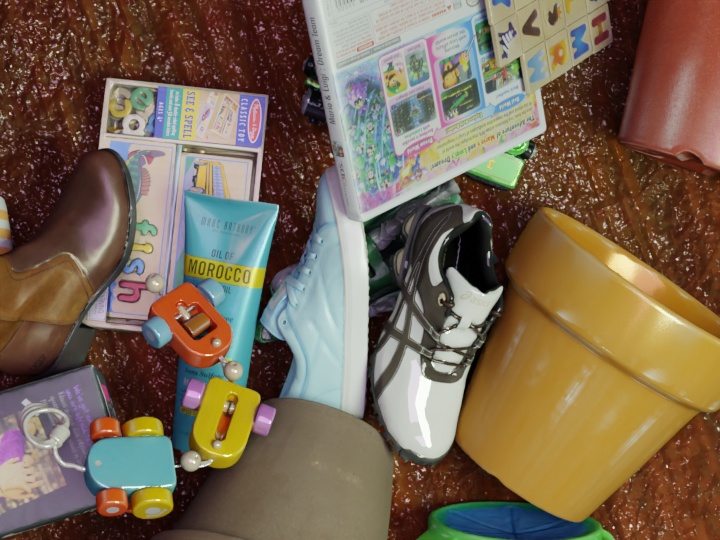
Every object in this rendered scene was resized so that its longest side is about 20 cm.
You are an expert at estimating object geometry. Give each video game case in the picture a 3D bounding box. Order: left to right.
[{"bbox_3d":[0.051,-0.156,1.527,0.199,0.024,0.183,-27,116,-34],"label":"video game case"}]

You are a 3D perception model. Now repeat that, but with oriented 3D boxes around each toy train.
[{"bbox_3d":[-0.151,0.100,1.506,0.150,0.056,0.200,42,56,12],"label":"toy train"},{"bbox_3d":[0.043,-0.117,1.642,0.199,0.042,0.057,20,95,-2],"label":"toy train"}]

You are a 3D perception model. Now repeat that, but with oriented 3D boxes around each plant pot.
[{"bbox_3d":[-0.055,0.195,1.547,0.199,0.200,0.175,21,67,-2],"label":"plant pot"},{"bbox_3d":[0.169,0.082,1.571,0.200,0.200,0.184,33,100,-1],"label":"plant pot"},{"bbox_3d":[0.297,-0.170,1.598,0.200,0.201,0.196,18,93,-3],"label":"plant pot"}]

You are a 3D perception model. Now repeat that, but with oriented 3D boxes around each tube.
[{"bbox_3d":[-0.110,0.042,1.585,0.077,0.050,0.201,9,101,11],"label":"tube"}]

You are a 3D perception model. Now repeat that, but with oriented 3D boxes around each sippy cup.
[{"bbox_3d":[0.115,0.255,1.577,0.177,0.140,0.131,4,96,6],"label":"sippy cup"}]

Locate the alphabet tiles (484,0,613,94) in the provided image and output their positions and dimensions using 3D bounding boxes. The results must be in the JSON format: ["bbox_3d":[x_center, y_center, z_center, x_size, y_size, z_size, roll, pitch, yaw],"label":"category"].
[{"bbox_3d":[0.151,-0.236,1.592,0.200,0.006,0.167,-34,120,-46],"label":"alphabet tiles"}]

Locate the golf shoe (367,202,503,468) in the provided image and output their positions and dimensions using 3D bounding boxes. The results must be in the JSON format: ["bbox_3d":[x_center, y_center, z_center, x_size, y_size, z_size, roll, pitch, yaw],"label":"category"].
[{"bbox_3d":[0.059,0.045,1.536,0.077,0.094,0.201,8,79,-27],"label":"golf shoe"}]

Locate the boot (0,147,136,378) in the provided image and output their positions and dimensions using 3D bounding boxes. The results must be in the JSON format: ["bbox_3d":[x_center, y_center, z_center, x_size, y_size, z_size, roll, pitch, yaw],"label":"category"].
[{"bbox_3d":[-0.268,-0.014,1.522,0.068,0.200,0.189,31,100,35],"label":"boot"}]

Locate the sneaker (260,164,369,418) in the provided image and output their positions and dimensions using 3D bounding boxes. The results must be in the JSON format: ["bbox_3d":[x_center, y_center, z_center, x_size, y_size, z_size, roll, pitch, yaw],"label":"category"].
[{"bbox_3d":[-0.036,0.020,1.560,0.081,0.074,0.201,-2,102,-5],"label":"sneaker"}]

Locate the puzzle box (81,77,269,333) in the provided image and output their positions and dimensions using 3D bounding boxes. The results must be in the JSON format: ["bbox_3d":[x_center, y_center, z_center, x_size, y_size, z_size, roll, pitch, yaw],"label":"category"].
[{"bbox_3d":[-0.146,-0.047,1.628,0.132,0.025,0.201,5,85,-4],"label":"puzzle box"}]

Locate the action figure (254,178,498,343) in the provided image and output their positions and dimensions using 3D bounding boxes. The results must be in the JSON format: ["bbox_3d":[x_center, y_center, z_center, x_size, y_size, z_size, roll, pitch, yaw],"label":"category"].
[{"bbox_3d":[0.000,0.000,1.621,0.199,0.055,0.118,-33,102,-1],"label":"action figure"}]

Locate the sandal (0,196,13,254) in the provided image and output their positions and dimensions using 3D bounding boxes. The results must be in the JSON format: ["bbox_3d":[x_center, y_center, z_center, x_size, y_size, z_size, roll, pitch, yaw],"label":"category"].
[{"bbox_3d":[-0.298,0.007,1.589,0.059,0.079,0.208,5,85,-12],"label":"sandal"}]

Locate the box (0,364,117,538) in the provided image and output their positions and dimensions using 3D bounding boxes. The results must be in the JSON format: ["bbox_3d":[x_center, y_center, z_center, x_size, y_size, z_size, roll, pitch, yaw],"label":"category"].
[{"bbox_3d":[-0.278,0.150,1.553,0.199,0.122,0.107,-16,86,-6],"label":"box"}]
